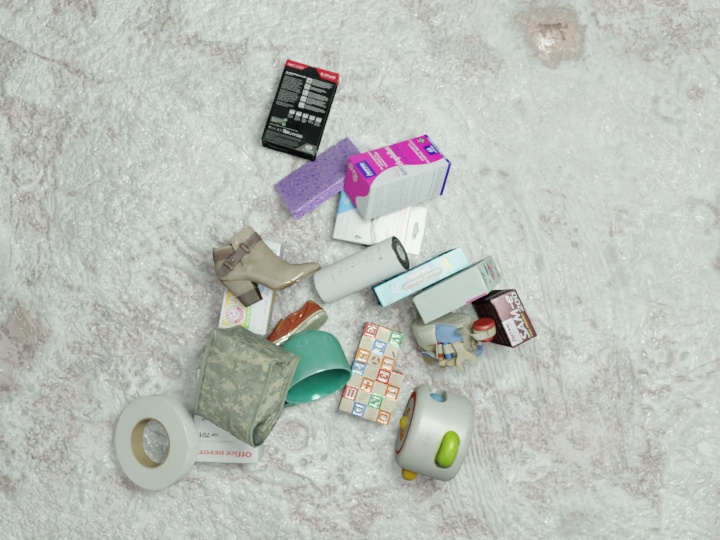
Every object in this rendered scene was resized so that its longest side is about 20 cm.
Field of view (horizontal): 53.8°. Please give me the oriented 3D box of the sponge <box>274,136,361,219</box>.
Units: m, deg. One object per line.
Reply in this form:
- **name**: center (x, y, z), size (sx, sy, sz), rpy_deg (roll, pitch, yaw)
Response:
- **sponge**: center (-0.083, -0.205, 1.558), size (0.200, 0.030, 0.112), rpy_deg (-34, 50, -1)

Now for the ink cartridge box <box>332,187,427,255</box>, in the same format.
- **ink cartridge box**: center (0.046, -0.107, 1.570), size (0.200, 0.067, 0.116), rpy_deg (10, 87, -1)

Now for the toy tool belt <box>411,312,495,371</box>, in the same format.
- **toy tool belt**: center (0.207, 0.157, 1.516), size (0.125, 0.200, 0.123), rpy_deg (-31, 115, -43)

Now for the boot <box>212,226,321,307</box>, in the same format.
- **boot**: center (-0.199, -0.022, 1.450), size (0.200, 0.070, 0.146), rpy_deg (-26, 90, -6)

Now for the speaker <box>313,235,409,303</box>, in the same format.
- **speaker**: center (0.000, 0.000, 1.526), size (0.200, 0.081, 0.081), rpy_deg (-24, 89, 20)

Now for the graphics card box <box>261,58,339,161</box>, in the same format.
- **graphics card box**: center (-0.132, -0.353, 1.568), size (0.125, 0.051, 0.200), rpy_deg (15, 78, -2)

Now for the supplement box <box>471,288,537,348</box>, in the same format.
- **supplement box**: center (0.300, 0.099, 1.504), size (0.061, 0.200, 0.109), rpy_deg (-25, 90, -3)

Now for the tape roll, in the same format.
- **tape roll**: center (-0.438, 0.367, 1.519), size (0.202, 0.037, 0.203), rpy_deg (-1, 87, 25)

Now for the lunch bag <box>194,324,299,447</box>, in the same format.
- **lunch bag**: center (-0.236, 0.235, 1.425), size (0.164, 0.118, 0.200), rpy_deg (24, 100, 24)

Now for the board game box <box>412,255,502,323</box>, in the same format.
- **board game box**: center (0.207, 0.036, 1.484), size (0.147, 0.200, 0.064), rpy_deg (-27, 90, 21)

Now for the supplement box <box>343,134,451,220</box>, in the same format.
- **supplement box**: center (0.077, -0.199, 1.509), size (0.200, 0.103, 0.101), rpy_deg (-21, 58, -22)

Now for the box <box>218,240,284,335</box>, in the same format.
- **box**: center (-0.234, 0.033, 1.537), size (0.101, 0.112, 0.200), rpy_deg (10, 90, -2)

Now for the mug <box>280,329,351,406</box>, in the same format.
- **mug**: center (-0.122, 0.205, 1.517), size (0.185, 0.152, 0.115), rpy_deg (-27, 61, 7)

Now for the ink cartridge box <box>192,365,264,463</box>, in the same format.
- **ink cartridge box**: center (-0.283, 0.310, 1.543), size (0.146, 0.086, 0.201), rpy_deg (2, 87, -1)

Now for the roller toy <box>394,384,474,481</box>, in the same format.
- **roller toy**: center (0.149, 0.342, 1.506), size (0.139, 0.200, 0.183), rpy_deg (18, 53, -1)

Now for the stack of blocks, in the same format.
- **stack of blocks**: center (0.036, 0.225, 1.565), size (0.115, 0.059, 0.200), rpy_deg (18, 88, -1)

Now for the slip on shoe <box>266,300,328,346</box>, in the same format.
- **slip on shoe**: center (-0.165, 0.139, 1.564), size (0.200, 0.074, 0.061), rpy_deg (-38, 63, 1)

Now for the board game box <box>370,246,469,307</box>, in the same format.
- **board game box**: center (0.124, 0.015, 1.527), size (0.200, 0.151, 0.047), rpy_deg (-25, 90, -2)
